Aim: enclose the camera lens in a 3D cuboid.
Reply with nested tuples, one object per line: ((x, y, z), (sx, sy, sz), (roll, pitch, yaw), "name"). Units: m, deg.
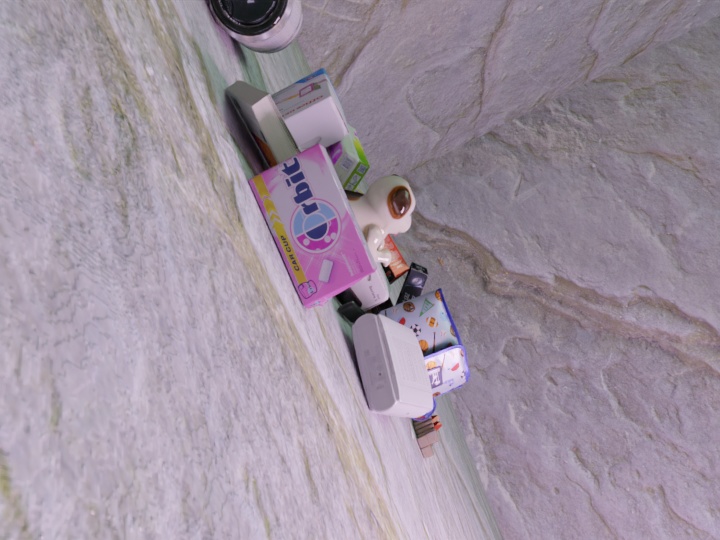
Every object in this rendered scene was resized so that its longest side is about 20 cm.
((-0.191, -0.503, 1.175), (0.200, 0.156, 0.163), (-76, 142, -80), "camera lens")

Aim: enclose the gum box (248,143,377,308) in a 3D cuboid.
((-0.062, -0.059, 0.882), (0.066, 0.111, 0.205), (-48, 113, -83), "gum box")

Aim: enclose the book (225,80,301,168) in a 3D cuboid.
((-0.132, -0.186, 0.966), (0.133, 0.048, 0.203), (41, -17, 52), "book")

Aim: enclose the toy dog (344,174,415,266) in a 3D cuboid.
((0.002, -0.100, 1.104), (0.140, 0.194, 0.199), (-99, 172, -75), "toy dog")

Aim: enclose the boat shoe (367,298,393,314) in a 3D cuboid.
((0.044, 0.058, 1.546), (0.071, 0.069, 0.201), (61, 7, -28), "boat shoe")

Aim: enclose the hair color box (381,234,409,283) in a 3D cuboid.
((0.020, -0.058, 1.453), (0.061, 0.101, 0.203), (-24, 80, -43), "hair color box")

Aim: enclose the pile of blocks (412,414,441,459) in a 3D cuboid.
((0.159, 0.357, 1.470), (0.202, 0.061, 0.083), (-104, 168, -54), "pile of blocks")

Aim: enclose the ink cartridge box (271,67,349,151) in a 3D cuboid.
((-0.108, -0.301, 1.211), (0.086, 0.141, 0.202), (60, 8, -33), "ink cartridge box")

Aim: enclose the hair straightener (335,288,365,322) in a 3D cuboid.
((-0.002, 0.106, 1.180), (0.201, 0.040, 0.078), (65, 5, -57), "hair straightener")

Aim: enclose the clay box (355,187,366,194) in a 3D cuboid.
((-0.012, -0.135, 1.293), (0.114, 0.048, 0.201), (36, 15, -25), "clay box")

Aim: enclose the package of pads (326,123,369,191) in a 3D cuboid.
((-0.060, -0.193, 1.223), (0.067, 0.156, 0.202), (27, 23, -23), "package of pads")

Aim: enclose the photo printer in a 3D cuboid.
((0.065, 0.176, 1.116), (0.199, 0.068, 0.171), (29, 43, -60), "photo printer")

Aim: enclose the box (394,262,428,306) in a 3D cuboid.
((0.104, 0.088, 1.479), (0.042, 0.205, 0.160), (21, 6, 2), "box")

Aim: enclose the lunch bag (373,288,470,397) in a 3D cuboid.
((0.121, 0.163, 1.285), (0.124, 0.166, 0.205), (136, -65, -74), "lunch bag")

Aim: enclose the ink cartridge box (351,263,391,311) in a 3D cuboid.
((0.000, 0.000, 1.311), (0.200, 0.082, 0.149), (-29, 95, -83), "ink cartridge box")

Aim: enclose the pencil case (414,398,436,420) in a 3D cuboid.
((0.125, 0.258, 1.461), (0.087, 0.078, 0.201), (41, 16, -20), "pencil case")
